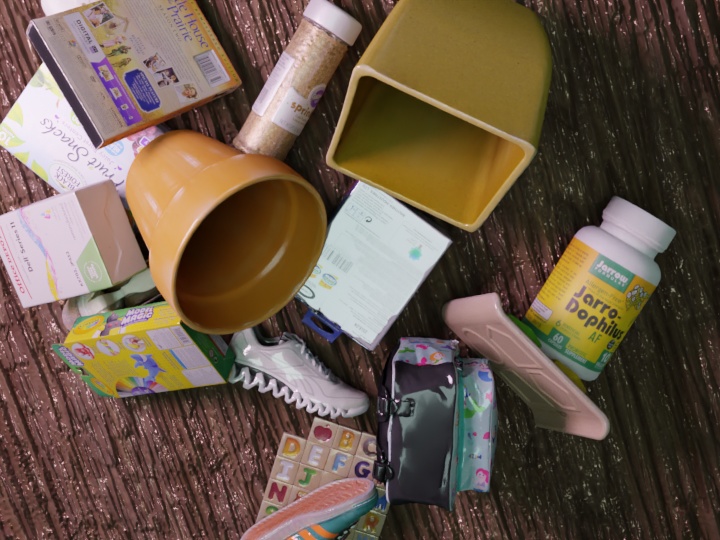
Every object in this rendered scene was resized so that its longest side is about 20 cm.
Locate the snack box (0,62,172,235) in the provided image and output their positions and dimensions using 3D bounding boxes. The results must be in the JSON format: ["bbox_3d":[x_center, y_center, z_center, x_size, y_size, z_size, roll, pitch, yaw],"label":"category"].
[{"bbox_3d":[-0.322,-0.154,1.005,0.199,0.053,0.143,39,101,-5],"label":"snack box"}]

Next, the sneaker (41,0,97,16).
[{"bbox_3d":[-0.300,-0.270,0.968,0.200,0.085,0.073,40,102,-3],"label":"sneaker"}]

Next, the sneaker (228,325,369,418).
[{"bbox_3d":[-0.077,0.128,1.039,0.198,0.075,0.082,21,92,-1],"label":"sneaker"}]

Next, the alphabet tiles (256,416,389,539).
[{"bbox_3d":[-0.043,0.300,1.098,0.165,0.006,0.202,18,101,0],"label":"alphabet tiles"}]

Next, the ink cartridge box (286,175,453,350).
[{"bbox_3d":[0.000,0.000,1.006,0.136,0.076,0.201,35,99,-3],"label":"ink cartridge box"}]

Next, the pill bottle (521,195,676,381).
[{"bbox_3d":[0.283,0.019,0.977,0.112,0.113,0.201,30,100,-3],"label":"pill bottle"}]

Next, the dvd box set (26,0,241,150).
[{"bbox_3d":[-0.248,-0.238,0.927,0.029,0.199,0.147,-24,99,52],"label":"dvd box set"}]

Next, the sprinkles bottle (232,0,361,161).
[{"bbox_3d":[-0.076,-0.219,0.974,0.068,0.068,0.201,31,101,-3],"label":"sprinkles bottle"}]

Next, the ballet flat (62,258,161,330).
[{"bbox_3d":[-0.298,0.025,1.030,0.199,0.067,0.069,-29,96,8],"label":"ballet flat"}]

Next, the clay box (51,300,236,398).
[{"bbox_3d":[-0.267,0.099,1.007,0.198,0.048,0.115,-9,133,23],"label":"clay box"}]

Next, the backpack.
[{"bbox_3d":[0.085,0.168,0.972,0.149,0.200,0.180,1,97,-2],"label":"backpack"}]

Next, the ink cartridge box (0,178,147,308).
[{"bbox_3d":[-0.365,-0.026,0.985,0.198,0.067,0.118,-12,104,30],"label":"ink cartridge box"}]

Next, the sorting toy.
[{"bbox_3d":[0.191,0.107,0.969,0.036,0.185,0.200,-42,95,-13],"label":"sorting toy"}]

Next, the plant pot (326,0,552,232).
[{"bbox_3d":[0.098,-0.199,0.901,0.193,0.196,0.201,24,65,-2],"label":"plant pot"}]

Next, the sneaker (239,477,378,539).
[{"bbox_3d":[-0.055,0.340,1.072,0.199,0.071,0.080,-28,102,13],"label":"sneaker"}]

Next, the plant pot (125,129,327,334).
[{"bbox_3d":[-0.169,-0.062,0.931,0.183,0.199,0.201,40,102,35],"label":"plant pot"}]
